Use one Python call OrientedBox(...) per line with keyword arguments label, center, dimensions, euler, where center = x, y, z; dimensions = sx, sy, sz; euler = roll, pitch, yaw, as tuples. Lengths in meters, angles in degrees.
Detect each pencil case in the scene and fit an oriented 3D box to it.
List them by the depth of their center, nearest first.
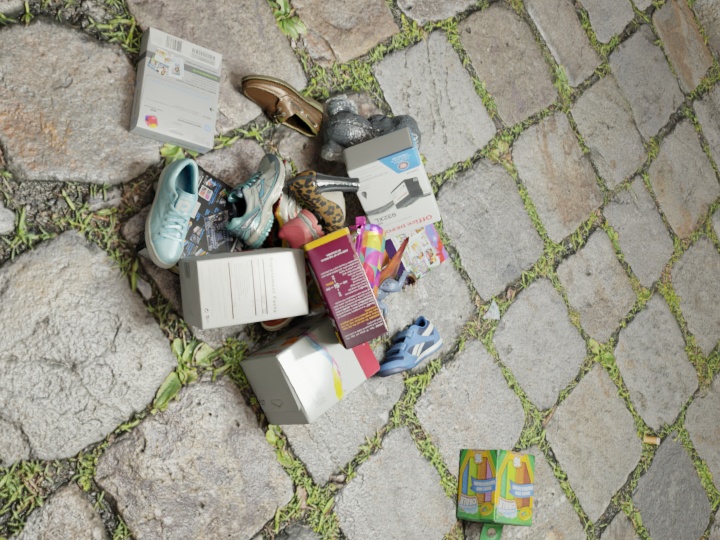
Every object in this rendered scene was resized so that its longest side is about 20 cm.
OrientedBox(label="pencil case", center=(0.000, 0.000, 1.610), dimensions=(0.088, 0.088, 0.202), euler=(18, 69, -34))

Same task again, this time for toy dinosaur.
OrientedBox(label="toy dinosaur", center=(0.022, 0.043, 1.681), dimensions=(0.180, 0.105, 0.202), euler=(-13, 99, -30))

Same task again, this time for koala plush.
OrientedBox(label="koala plush", center=(0.008, -0.280, 1.712), dimensions=(0.199, 0.184, 0.179), euler=(18, 69, -23))

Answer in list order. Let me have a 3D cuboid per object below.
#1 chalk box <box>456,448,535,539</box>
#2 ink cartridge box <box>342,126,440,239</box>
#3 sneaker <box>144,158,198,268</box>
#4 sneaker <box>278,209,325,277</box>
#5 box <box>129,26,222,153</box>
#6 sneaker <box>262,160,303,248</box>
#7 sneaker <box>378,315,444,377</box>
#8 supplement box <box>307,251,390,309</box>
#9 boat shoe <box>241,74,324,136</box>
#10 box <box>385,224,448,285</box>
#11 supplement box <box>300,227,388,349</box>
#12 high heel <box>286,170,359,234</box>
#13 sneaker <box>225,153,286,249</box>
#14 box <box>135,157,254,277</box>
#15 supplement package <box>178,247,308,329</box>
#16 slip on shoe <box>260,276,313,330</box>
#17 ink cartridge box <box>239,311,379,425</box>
OrientedBox(label="chalk box", center=(0.302, 0.507, 1.792), dimensions=(0.124, 0.124, 0.202), euler=(16, 71, -34))
OrientedBox(label="ink cartridge box", center=(0.067, -0.174, 1.650), dimensions=(0.084, 0.144, 0.201), euler=(-101, 168, -48))
OrientedBox(label="sneaker", center=(-0.326, -0.106, 1.403), dimensions=(0.074, 0.082, 0.202), euler=(12, 73, -33))
OrientedBox(label="sneaker", center=(-0.089, -0.012, 1.530), dimensions=(0.086, 0.074, 0.201), euler=(-30, 94, -11))
OrientedBox(label="box", center=(-0.347, -0.339, 1.522), dimensions=(0.155, 0.041, 0.202), euler=(13, 72, -35))
OrientedBox(label="sneaker", center=(-0.153, -0.120, 1.613), dimensions=(0.082, 0.078, 0.202), euler=(0, 88, -45))
OrientedBox(label="sneaker", center=(0.099, 0.168, 1.743), dimensions=(0.200, 0.074, 0.083), euler=(-31, 98, -45))
OrientedBox(label="supplement box", center=(-0.030, 0.004, 1.679), dimensions=(0.200, 0.069, 0.067), euler=(-34, 99, -35))
OrientedBox(label="boat shoe", center=(-0.157, -0.337, 1.648), dimensions=(0.199, 0.072, 0.069), euler=(18, 69, -34))
OrientedBox(label="box", center=(0.107, -0.084, 1.821), dimensions=(0.137, 0.039, 0.201), euler=(-32, 100, -37))
OrientedBox(label="supplement box", center=(-0.031, 0.031, 1.447), dimensions=(0.085, 0.110, 0.201), euler=(-22, 94, -8))
OrientedBox(label="high heel", center=(-0.096, -0.132, 1.602), dimensions=(0.141, 0.200, 0.072), euler=(2, 60, -19))
OrientedBox(label="sneaker", center=(-0.200, -0.146, 1.515), dimensions=(0.086, 0.077, 0.201), euler=(26, 57, -28))
OrientedBox(label="box", center=(-0.291, -0.075, 1.504), dimensions=(0.198, 0.050, 0.201), euler=(33, 62, -29))
OrientedBox(label="supplement package", center=(-0.209, 0.027, 1.432), dimensions=(0.199, 0.121, 0.121), euler=(-7, 96, -28))
OrientedBox(label="slip on shoe", center=(-0.137, 0.027, 1.568), dimensions=(0.201, 0.074, 0.061), euler=(-57, 146, -15))
OrientedBox(label="ink cartridge box", center=(-0.098, 0.184, 1.537), dimensions=(0.200, 0.145, 0.145), euler=(-33, 101, -38))
